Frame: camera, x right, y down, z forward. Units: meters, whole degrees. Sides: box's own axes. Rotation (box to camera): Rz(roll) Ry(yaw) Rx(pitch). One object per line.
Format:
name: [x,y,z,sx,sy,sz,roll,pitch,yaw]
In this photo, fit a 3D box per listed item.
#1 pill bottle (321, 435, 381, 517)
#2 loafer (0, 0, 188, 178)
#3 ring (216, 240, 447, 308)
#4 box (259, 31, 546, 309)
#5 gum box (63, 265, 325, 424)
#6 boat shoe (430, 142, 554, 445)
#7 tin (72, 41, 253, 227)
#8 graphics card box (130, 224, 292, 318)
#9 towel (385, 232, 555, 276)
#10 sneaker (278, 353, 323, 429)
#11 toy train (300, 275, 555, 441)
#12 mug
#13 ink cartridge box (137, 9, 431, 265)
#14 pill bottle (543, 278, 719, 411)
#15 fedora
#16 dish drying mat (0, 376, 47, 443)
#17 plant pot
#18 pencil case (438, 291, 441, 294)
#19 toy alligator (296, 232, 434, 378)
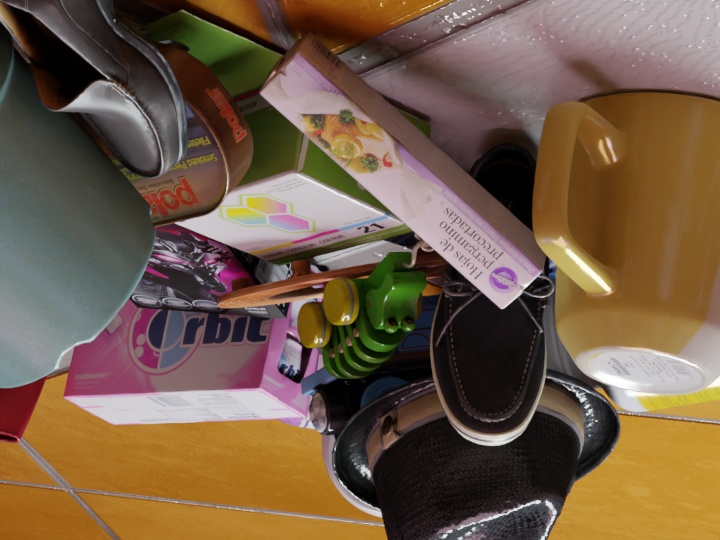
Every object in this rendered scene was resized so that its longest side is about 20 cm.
pill bottle: [0.030,0.133,2.034,0.115,0.116,0.200,8,-179,6]
loafer: [-0.162,-0.117,1.485,0.073,0.072,0.200,5,142,34]
ring: [0.000,0.000,1.766,0.200,0.019,0.200,-9,175,-1]
box: [0.027,-0.060,1.553,0.200,0.041,0.039,41,115,-10]
gum box: [-0.119,0.050,1.958,0.200,0.114,0.066,-4,156,34]
boat shoe: [0.084,0.011,1.623,0.074,0.201,0.062,6,157,5]
tin: [-0.146,-0.079,1.611,0.200,0.042,0.112,-10,116,46]
graphics card box: [-0.134,-0.030,1.824,0.125,0.051,0.200,4,158,20]
towel: [0.112,-0.023,1.793,0.199,0.024,0.145,16,162,-14]
sneaker: [-0.073,0.079,2.090,0.114,0.073,0.201,16,159,-4]
toy train: [0.054,0.064,1.800,0.199,0.115,0.087,-5,166,-22]
mug: [0.166,-0.014,1.584,0.186,0.154,0.149,16,160,-17]
ink cartridge box: [-0.079,-0.079,1.633,0.200,0.076,0.148,22,157,-35]
pill bottle: [0.213,0.032,1.702,0.199,0.112,0.112,-11,155,19]
fedora: [0.078,0.144,1.698,0.200,0.092,0.201,-2,148,-1]
dish drying mat: [-0.268,0.061,1.970,0.077,0.200,0.018,9,128,5]
plant pot: [-0.238,-0.046,1.540,0.200,0.201,0.196,-11,134,45]
pencil case: [0.105,0.074,1.971,0.089,0.078,0.200,-20,154,11]
toy alligator: [0.014,0.027,1.660,0.059,0.054,0.200,-2,159,-29]
